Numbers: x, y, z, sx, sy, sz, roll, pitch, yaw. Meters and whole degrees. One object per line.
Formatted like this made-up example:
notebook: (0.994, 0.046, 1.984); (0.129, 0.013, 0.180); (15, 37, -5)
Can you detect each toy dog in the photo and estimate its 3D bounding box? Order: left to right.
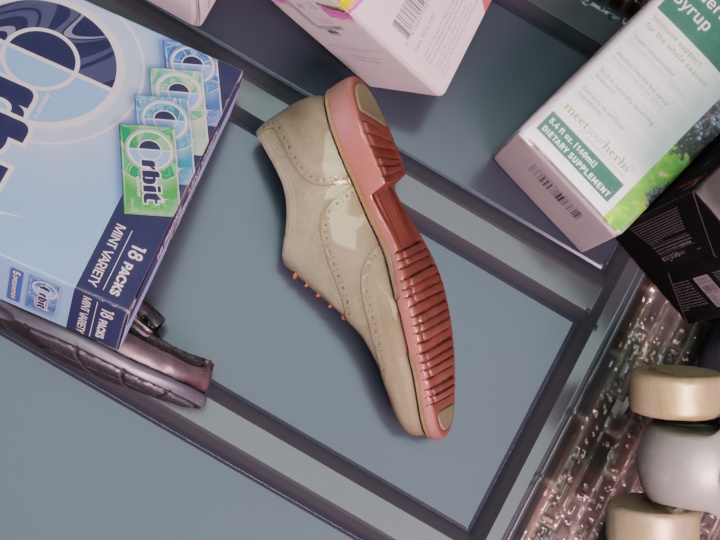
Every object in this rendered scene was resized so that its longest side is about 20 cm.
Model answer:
toy dog: (0.220, 0.096, 0.778); (0.198, 0.096, 0.134); (-22, 110, -26)

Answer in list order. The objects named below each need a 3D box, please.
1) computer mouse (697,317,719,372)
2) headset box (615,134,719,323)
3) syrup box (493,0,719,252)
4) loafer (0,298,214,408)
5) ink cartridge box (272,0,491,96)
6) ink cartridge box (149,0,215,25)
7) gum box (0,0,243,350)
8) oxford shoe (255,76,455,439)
computer mouse: (0.261, 0.005, 0.864); (0.200, 0.034, 0.059); (-41, 110, -17)
headset box: (0.248, -0.068, 0.810); (0.200, 0.149, 0.075); (-42, 90, -9)
syrup box: (0.175, -0.110, 0.842); (0.200, 0.081, 0.079); (-44, 90, -8)
loafer: (-0.164, 0.010, 0.796); (0.198, 0.072, 0.064); (23, 77, 0)
ink cartridge box: (-0.010, -0.195, 0.785); (0.200, 0.067, 0.117); (37, 76, -41)
ink cartridge box: (-0.105, -0.264, 0.829); (0.145, 0.083, 0.202); (28, 81, -2)
gum box: (-0.183, -0.074, 0.782); (0.198, 0.045, 0.171); (23, 54, -3)
oxford shoe: (0.000, 0.000, 0.826); (0.073, 0.071, 0.202); (-18, 85, 17)
